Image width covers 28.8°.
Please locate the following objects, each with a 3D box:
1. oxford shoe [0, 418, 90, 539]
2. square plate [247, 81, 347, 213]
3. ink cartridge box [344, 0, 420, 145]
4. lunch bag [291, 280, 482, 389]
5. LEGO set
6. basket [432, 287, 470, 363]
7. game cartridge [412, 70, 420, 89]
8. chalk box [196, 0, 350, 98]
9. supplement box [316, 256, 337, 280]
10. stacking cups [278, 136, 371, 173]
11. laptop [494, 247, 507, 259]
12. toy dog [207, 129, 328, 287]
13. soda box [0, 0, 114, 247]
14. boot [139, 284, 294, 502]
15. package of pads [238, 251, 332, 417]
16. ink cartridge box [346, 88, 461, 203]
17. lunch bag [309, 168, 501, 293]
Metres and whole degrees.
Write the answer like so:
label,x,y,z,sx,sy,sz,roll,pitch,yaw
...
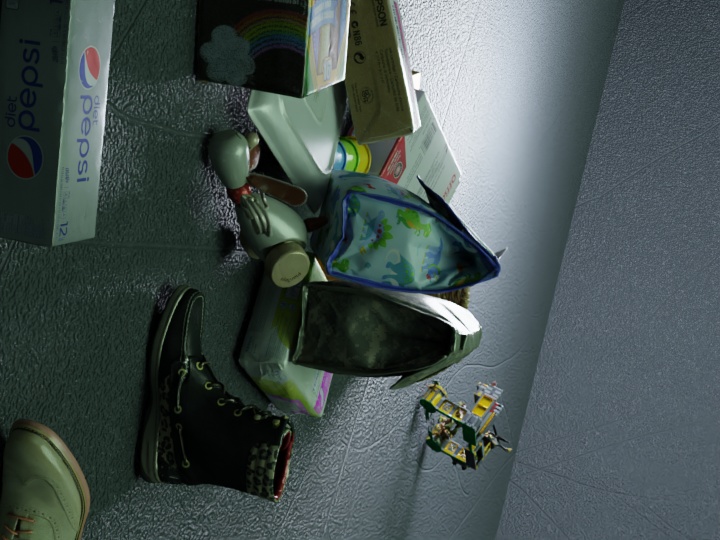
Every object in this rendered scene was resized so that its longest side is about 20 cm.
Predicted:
label,x,y,z,sx,sy,sz,roll,pitch,yaw
oxford shoe,-0.271,0.216,1.167,0.074,0.070,0.202,-53,148,-52
square plate,-0.062,-0.202,1.600,0.199,0.028,0.202,57,37,-52
ink cartridge box,0.018,-0.261,1.702,0.165,0.074,0.203,-55,134,-79
lunch bag,0.040,0.078,1.663,0.164,0.197,0.119,2,95,-74
LEGO set,0.197,0.267,2.601,0.116,0.153,0.201,-49,142,-28
basket,0.119,0.026,2.213,0.143,0.147,0.203,-43,139,-63
game cartridge,0.040,-0.184,2.045,0.176,0.032,0.203,-35,135,-67
chalk box,-0.083,-0.289,1.409,0.124,0.123,0.203,-37,136,-66
supplement box,0.000,0.000,1.932,0.201,0.073,0.127,69,35,-60
stacking cups,-0.049,-0.135,1.734,0.200,0.060,0.061,-16,115,-68
laptop,0.179,0.072,2.493,0.187,0.114,0.203,-43,140,-63
toy dog,-0.091,-0.076,1.519,0.096,0.132,0.201,-32,155,-12
soda box,-0.240,-0.124,1.085,0.068,0.063,0.203,-22,120,-69
boot,-0.136,0.127,1.413,0.073,0.152,0.207,-3,103,-73
package of pads,-0.081,0.084,1.723,0.200,0.067,0.156,63,39,-62
ink cartridge box,0.054,-0.139,1.936,0.145,0.083,0.200,-62,148,-21
lunch bag,0.054,-0.040,1.621,0.170,0.197,0.129,-120,-134,-75
